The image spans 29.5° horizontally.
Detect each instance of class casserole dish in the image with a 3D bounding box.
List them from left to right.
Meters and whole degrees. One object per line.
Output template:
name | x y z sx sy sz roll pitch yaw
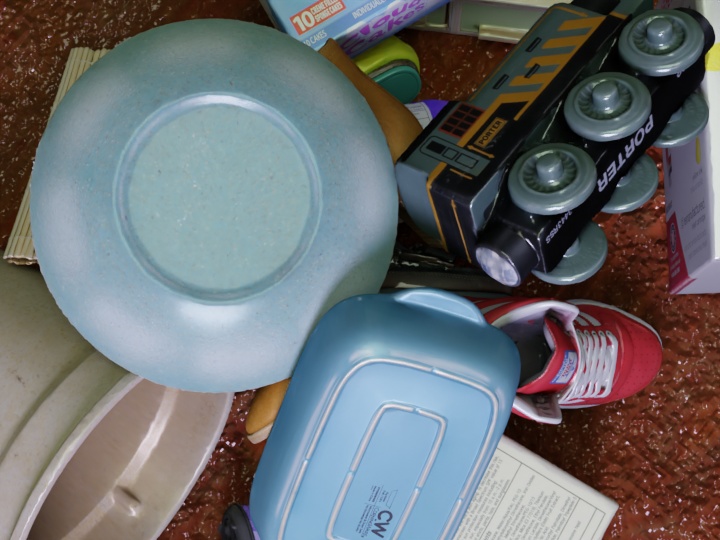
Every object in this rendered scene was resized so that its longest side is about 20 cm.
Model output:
casserole dish | 0.012 0.102 0.735 0.120 0.039 0.201 16 119 -11

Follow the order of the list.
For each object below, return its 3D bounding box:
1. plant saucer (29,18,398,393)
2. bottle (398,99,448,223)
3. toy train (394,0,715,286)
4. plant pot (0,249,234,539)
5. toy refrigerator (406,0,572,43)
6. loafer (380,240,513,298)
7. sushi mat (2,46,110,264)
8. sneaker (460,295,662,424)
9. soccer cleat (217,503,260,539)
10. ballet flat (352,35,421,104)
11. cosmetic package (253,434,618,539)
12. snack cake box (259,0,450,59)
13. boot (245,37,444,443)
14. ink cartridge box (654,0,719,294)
plant saucer | -0.075 -0.036 0.719 0.198 0.039 0.204 0 88 -7
bottle | 0.034 -0.069 0.867 0.198 0.084 0.066 -12 69 -16
toy train | 0.109 -0.080 0.747 0.113 0.086 0.200 27 66 32
plant pot | -0.206 0.078 0.824 0.183 0.201 0.201 33 84 18
toy refrigerator | 0.042 -0.197 0.898 0.197 0.076 0.071 7 82 3
loafer | 0.000 0.000 0.877 0.197 0.072 0.064 -1 76 4
sushi mat | -0.157 -0.077 0.864 0.094 0.012 0.201 0 47 5
sneaker | 0.123 0.052 0.807 0.198 0.112 0.072 6 91 -28
soccer cleat | -0.028 0.234 0.852 0.073 0.068 0.202 -20 79 -21
ballet flat | -0.054 -0.100 0.901 0.199 0.067 0.067 -31 61 -5
cosmetic package | 0.046 0.134 0.845 0.199 0.087 0.104 32 85 5
snack cake box | 0.023 -0.217 0.829 0.199 0.067 0.116 -31 84 -1
boot | -0.040 -0.020 0.775 0.144 0.071 0.202 42 78 -9
ink cartridge box | 0.235 -0.095 0.842 0.082 0.145 0.203 -1 81 3
